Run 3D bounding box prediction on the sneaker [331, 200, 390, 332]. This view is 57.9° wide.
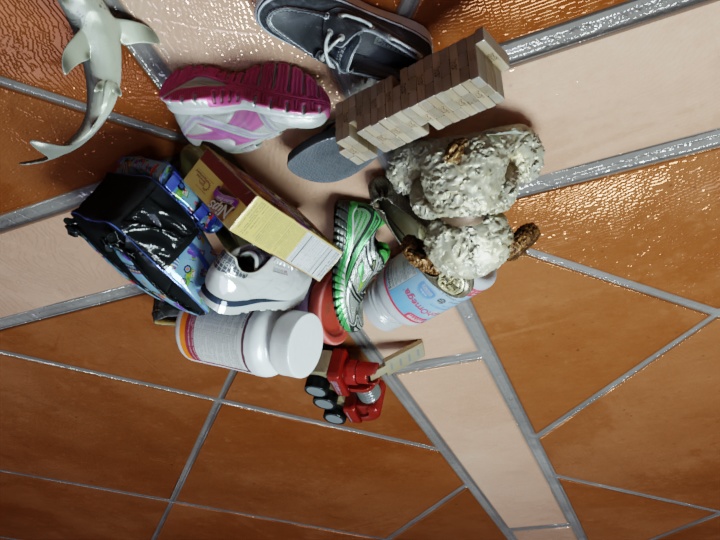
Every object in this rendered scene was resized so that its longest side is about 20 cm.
[{"bbox_3d":[0.000,0.000,0.942,0.084,0.078,0.202,2,114,-3],"label":"sneaker"}]

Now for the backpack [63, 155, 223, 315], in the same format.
[{"bbox_3d":[-0.264,-0.038,0.876,0.182,0.135,0.200,13,151,48],"label":"backpack"}]

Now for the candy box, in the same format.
[{"bbox_3d":[-0.119,-0.067,0.835,0.057,0.117,0.200,-49,147,4],"label":"candy box"}]

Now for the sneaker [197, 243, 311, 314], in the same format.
[{"bbox_3d":[-0.124,0.003,0.871,0.076,0.200,0.081,33,113,23],"label":"sneaker"}]

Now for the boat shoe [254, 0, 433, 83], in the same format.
[{"bbox_3d":[-0.017,-0.244,0.692,0.199,0.068,0.072,15,140,-13],"label":"boat shoe"}]

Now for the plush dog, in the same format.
[{"bbox_3d":[0.128,-0.074,0.777,0.198,0.161,0.173,-7,104,11],"label":"plush dog"}]

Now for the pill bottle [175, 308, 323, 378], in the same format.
[{"bbox_3d":[-0.160,0.093,0.941,0.199,0.110,0.110,7,146,28],"label":"pill bottle"}]

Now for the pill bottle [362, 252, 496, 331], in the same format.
[{"bbox_3d":[0.096,0.015,0.971,0.108,0.109,0.200,31,134,-29],"label":"pill bottle"}]

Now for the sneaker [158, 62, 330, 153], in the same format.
[{"bbox_3d":[-0.130,-0.187,0.772,0.198,0.082,0.089,6,144,10],"label":"sneaker"}]

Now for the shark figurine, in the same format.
[{"bbox_3d":[-0.308,-0.216,0.729,0.128,0.216,0.089,2,-167,-45],"label":"shark figurine"}]

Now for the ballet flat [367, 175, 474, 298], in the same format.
[{"bbox_3d":[0.076,-0.043,0.864,0.067,0.046,0.201,-39,86,34],"label":"ballet flat"}]

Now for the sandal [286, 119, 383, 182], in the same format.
[{"bbox_3d":[0.000,-0.170,0.813,0.199,0.043,0.076,-24,142,17],"label":"sandal"}]

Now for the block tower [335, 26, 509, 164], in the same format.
[{"bbox_3d":[0.057,-0.177,0.688,0.199,0.058,0.054,-19,152,36],"label":"block tower"}]

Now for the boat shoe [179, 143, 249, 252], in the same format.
[{"bbox_3d":[-0.183,-0.100,0.899,0.073,0.063,0.201,24,149,37],"label":"boat shoe"}]

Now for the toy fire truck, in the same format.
[{"bbox_3d":[0.019,0.203,1.220,0.198,0.129,0.177,1,142,20],"label":"toy fire truck"}]

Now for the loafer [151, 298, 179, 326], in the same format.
[{"bbox_3d":[-0.258,0.084,1.114,0.198,0.073,0.073,14,139,-13],"label":"loafer"}]

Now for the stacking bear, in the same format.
[{"bbox_3d":[-0.132,0.056,1.043,0.198,0.114,0.123,2,99,21],"label":"stacking bear"}]
